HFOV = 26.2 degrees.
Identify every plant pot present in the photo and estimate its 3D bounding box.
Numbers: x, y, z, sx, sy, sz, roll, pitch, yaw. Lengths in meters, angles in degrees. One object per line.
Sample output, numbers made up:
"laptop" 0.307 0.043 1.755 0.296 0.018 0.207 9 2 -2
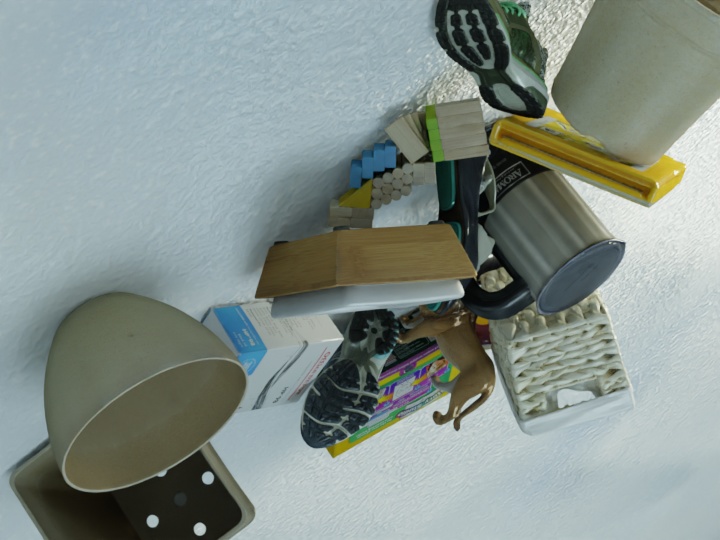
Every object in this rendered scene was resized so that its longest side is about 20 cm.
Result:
"plant pot" -0.229 0.254 1.717 0.200 0.200 0.177 -38 165 4
"plant pot" 0.289 -0.213 1.521 0.200 0.201 0.184 -3 136 -48
"plant pot" -0.228 0.101 1.508 0.200 0.135 0.201 -29 153 -16

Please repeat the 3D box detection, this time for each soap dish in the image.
"soap dish" 0.000 0.000 1.569 0.157 0.082 0.200 -4 178 -27

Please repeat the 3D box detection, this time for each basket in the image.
"basket" 0.218 0.077 1.763 0.135 0.200 0.124 -15 115 1

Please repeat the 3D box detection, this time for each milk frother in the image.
"milk frother" 0.187 -0.035 1.722 0.180 0.188 0.200 -45 153 19

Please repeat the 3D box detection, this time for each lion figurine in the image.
"lion figurine" 0.116 0.090 1.847 0.122 0.201 0.072 -23 -167 26

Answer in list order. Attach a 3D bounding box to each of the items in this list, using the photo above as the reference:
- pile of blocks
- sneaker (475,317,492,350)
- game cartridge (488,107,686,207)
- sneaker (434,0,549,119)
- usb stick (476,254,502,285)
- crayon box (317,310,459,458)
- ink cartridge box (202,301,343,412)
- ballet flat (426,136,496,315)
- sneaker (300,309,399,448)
"pile of blocks" 0.043 -0.118 1.576 0.200 0.082 0.062 -32 -162 14
"sneaker" 0.201 0.022 1.908 0.199 0.075 0.090 -28 126 -25
"game cartridge" 0.240 -0.123 1.600 0.200 0.176 0.033 -30 141 -67
"sneaker" 0.132 -0.231 1.491 0.200 0.077 0.089 50 52 -53
"usb stick" 0.180 -0.011 1.933 0.199 0.033 0.056 -8 135 -43
"crayon box" 0.038 0.136 1.976 0.199 0.058 0.173 -27 154 -20
"ink cartridge box" -0.101 0.094 1.728 0.199 0.067 0.116 -6 141 -46
"ballet flat" 0.110 -0.052 1.615 0.073 0.201 0.073 3 176 0
"sneaker" -0.015 0.136 1.816 0.200 0.077 0.086 -59 -179 -35
